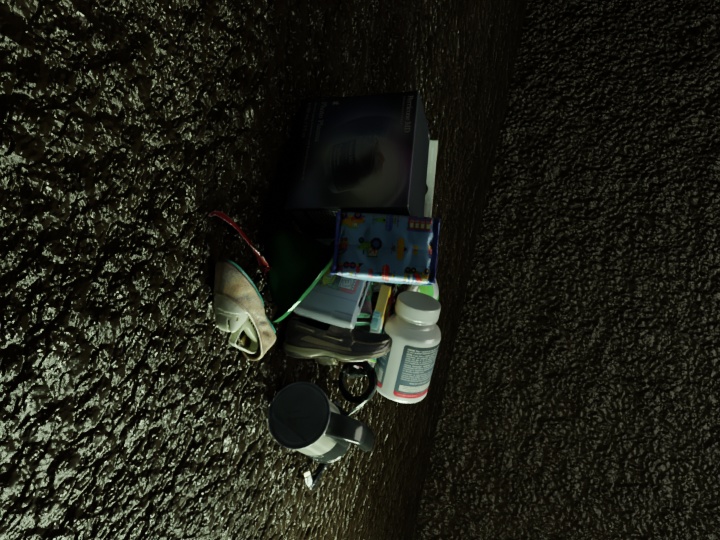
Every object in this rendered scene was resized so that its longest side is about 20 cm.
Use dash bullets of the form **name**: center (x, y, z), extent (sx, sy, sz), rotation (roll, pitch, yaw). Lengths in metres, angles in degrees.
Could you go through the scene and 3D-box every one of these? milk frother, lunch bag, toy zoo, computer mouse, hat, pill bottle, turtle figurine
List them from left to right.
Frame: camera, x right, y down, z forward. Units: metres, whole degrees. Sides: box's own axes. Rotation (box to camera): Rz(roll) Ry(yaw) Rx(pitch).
- **hat**: center (-0.142, -0.040, 0.848), extent (0.200, 0.175, 0.167), rotation (-36, -161, 53)
- **computer mouse**: center (-0.095, 0.379, 1.197), extent (0.141, 0.045, 0.203), rotation (-48, 150, -48)
- **milk frother**: center (-0.061, 0.250, 1.054), extent (0.189, 0.177, 0.203), rotation (64, 20, -62)
- **turtle figurine**: center (0.000, 0.000, 1.089), extent (0.150, 0.099, 0.204), rotation (43, 42, -63)
- **toy zoo**: center (0.037, 0.109, 1.104), extent (0.200, 0.020, 0.133), rotation (82, 22, -73)
- **lunch bag**: center (0.046, -0.022, 0.855), extent (0.200, 0.148, 0.096), rotation (43, 52, -80)
- **pill bottle**: center (0.100, 0.153, 1.117), extent (0.119, 0.118, 0.203), rotation (-35, 140, -63)

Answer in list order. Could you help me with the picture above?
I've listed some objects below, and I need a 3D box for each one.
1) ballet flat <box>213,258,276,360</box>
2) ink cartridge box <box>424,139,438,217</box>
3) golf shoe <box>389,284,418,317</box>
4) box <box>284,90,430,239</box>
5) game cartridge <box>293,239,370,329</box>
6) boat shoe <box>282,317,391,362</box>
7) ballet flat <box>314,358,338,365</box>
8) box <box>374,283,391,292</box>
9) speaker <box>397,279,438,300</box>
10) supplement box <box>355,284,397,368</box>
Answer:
- **ballet flat**: center (-0.168, 0.068, 0.775), extent (0.068, 0.067, 0.201), rotation (-58, 152, -28)
- **ink cartridge box**: center (0.067, -0.180, 1.123), extent (0.044, 0.170, 0.203), rotation (-62, 157, -63)
- **golf shoe**: center (0.103, 0.114, 1.208), extent (0.073, 0.090, 0.203), rotation (-77, -178, -74)
- **box**: center (0.002, -0.164, 0.874), extent (0.123, 0.195, 0.204), rotation (54, 39, -65)
- **game cartridge**: center (-0.043, -0.005, 0.978), extent (0.041, 0.131, 0.203), rotation (63, 41, -60)
- **boat shoe**: center (-0.040, 0.116, 0.974), extent (0.075, 0.196, 0.075), rotation (-122, -146, -77)
- **ballet flat**: center (-0.052, 0.094, 1.114), extent (0.067, 0.061, 0.204), rotation (-14, 113, -68)
- **box**: center (0.053, -0.046, 1.276), extent (0.200, 0.059, 0.118), rotation (-51, 130, -57)
- **speaker**: center (0.116, -0.007, 1.232), extent (0.089, 0.087, 0.202), rotation (-59, 138, -42)
- **supplement box**: center (0.028, 0.123, 1.270), extent (0.110, 0.060, 0.201), rotation (80, 30, -46)
